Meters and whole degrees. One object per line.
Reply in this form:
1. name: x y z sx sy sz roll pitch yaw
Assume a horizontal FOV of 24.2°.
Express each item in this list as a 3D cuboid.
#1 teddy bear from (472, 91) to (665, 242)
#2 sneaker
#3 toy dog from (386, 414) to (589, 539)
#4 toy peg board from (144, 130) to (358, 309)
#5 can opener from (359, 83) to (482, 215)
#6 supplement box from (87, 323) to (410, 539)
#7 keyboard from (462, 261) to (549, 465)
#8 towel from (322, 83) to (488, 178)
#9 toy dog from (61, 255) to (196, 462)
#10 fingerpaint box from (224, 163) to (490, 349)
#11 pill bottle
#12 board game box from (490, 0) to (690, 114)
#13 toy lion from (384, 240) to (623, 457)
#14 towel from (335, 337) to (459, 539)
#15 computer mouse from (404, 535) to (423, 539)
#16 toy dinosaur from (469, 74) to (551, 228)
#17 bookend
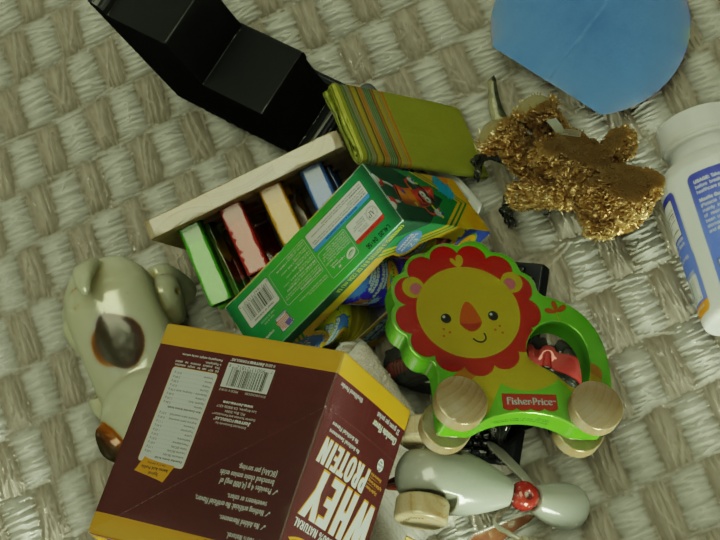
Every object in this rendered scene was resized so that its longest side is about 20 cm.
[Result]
1. teddy bear: 0.199 -0.097 1.607 0.199 0.067 0.145 26 49 22
2. sneaker: 0.111 0.111 1.572 0.199 0.071 0.099 4 71 20
3. toy dog: 0.101 0.206 1.533 0.199 0.096 0.132 37 63 -13
4. toy peg board: -0.082 -0.038 1.632 0.198 0.200 0.098 -25 86 4
5. can opener: 0.049 -0.113 1.687 0.053 0.066 0.200 -39 63 0
6. supplement box: -0.094 0.175 1.459 0.196 0.133 0.201 7 68 32
7. keyboard: 0.153 0.089 1.615 0.126 0.021 0.202 6 75 16
8. towel: 0.046 -0.131 1.630 0.018 0.199 0.087 -35 66 34
9. toy dog: -0.206 0.093 1.616 0.138 0.194 0.201 -18 62 -5
10. fingerpaint box: 0.000 0.000 1.568 0.200 0.166 0.074 -45 66 22
11. pill bottle: 0.344 -0.050 1.565 0.111 0.112 0.202 -17 69 8
12. board game box: 0.233 -0.243 1.697 0.199 0.039 0.158 34 78 16
13. toy lion: 0.122 0.064 1.496 0.198 0.069 0.193 3 60 -12
14. towel: 0.006 0.176 1.581 0.132 0.034 0.200 -38 90 0
15. computer mouse: 0.024 0.284 1.518 0.199 0.141 0.046 24 47 20
16. toy dinosaur: 0.160 -0.100 1.662 0.088 0.048 0.200 -34 66 -15
17. bookend: -0.134 -0.222 1.675 0.198 0.200 0.092 28 81 32
